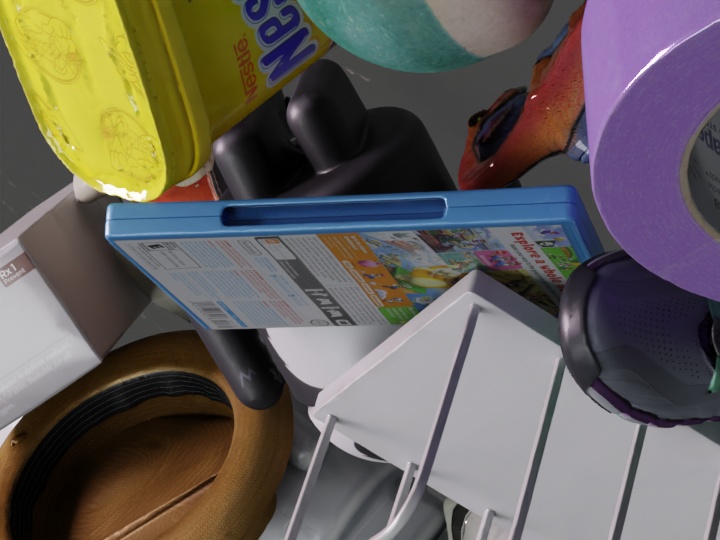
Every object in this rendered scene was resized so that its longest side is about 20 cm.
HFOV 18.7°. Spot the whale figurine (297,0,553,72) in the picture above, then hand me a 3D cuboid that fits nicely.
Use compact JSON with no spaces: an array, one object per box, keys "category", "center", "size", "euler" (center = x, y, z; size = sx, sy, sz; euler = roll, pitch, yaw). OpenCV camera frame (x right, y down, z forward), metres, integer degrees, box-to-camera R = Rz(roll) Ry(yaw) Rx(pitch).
[{"category":"whale figurine","center":[0.003,-0.175,0.879],"size":[0.103,0.159,0.201],"euler":[-22,94,23]}]

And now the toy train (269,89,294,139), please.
[{"category":"toy train","center":[-0.055,-0.089,1.145],"size":[0.046,0.034,0.201],"euler":[22,138,53]}]

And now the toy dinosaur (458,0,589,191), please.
[{"category":"toy dinosaur","center":[0.091,-0.091,0.877],"size":[0.181,0.106,0.200],"euler":[-27,141,28]}]

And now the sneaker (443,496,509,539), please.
[{"category":"sneaker","center":[0.090,0.193,1.191],"size":[0.088,0.075,0.201],"euler":[43,150,45]}]

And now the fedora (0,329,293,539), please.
[{"category":"fedora","center":[-0.113,0.126,1.173],"size":[0.200,0.201,0.082],"euler":[14,152,41]}]

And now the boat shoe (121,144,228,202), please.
[{"category":"boat shoe","center":[-0.112,-0.076,1.156],"size":[0.071,0.063,0.202],"euler":[-16,99,19]}]

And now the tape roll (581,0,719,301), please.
[{"category":"tape roll","center":[0.178,-0.064,0.769],"size":[0.198,0.066,0.201],"euler":[0,146,0]}]

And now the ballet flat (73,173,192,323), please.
[{"category":"ballet flat","center":[-0.115,-0.037,1.229],"size":[0.201,0.075,0.068],"euler":[55,147,-9]}]

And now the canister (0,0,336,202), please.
[{"category":"canister","center":[-0.057,-0.146,0.941],"size":[0.086,0.200,0.149],"euler":[15,134,40]}]

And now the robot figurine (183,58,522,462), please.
[{"category":"robot figurine","center":[0.001,0.000,1.085],"size":[0.150,0.125,0.201],"euler":[-5,119,51]}]

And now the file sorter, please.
[{"category":"file sorter","center":[0.080,0.124,0.962],"size":[0.199,0.125,0.139],"euler":[31,142,-16]}]

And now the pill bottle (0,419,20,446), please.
[{"category":"pill bottle","center":[-0.148,0.153,1.415],"size":[0.201,0.120,0.119],"euler":[55,146,-7]}]

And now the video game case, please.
[{"category":"video game case","center":[0.006,-0.003,0.950],"size":[0.198,0.018,0.143],"euler":[-2,162,14]}]

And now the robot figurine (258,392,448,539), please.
[{"category":"robot figurine","center":[-0.041,0.120,1.261],"size":[0.199,0.113,0.170],"euler":[32,153,25]}]

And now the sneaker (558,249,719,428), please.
[{"category":"sneaker","center":[0.169,0.028,0.903],"size":[0.087,0.199,0.075],"euler":[-14,71,43]}]

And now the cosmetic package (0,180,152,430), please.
[{"category":"cosmetic package","center":[-0.182,0.016,1.233],"size":[0.106,0.200,0.090],"euler":[-32,101,17]}]
